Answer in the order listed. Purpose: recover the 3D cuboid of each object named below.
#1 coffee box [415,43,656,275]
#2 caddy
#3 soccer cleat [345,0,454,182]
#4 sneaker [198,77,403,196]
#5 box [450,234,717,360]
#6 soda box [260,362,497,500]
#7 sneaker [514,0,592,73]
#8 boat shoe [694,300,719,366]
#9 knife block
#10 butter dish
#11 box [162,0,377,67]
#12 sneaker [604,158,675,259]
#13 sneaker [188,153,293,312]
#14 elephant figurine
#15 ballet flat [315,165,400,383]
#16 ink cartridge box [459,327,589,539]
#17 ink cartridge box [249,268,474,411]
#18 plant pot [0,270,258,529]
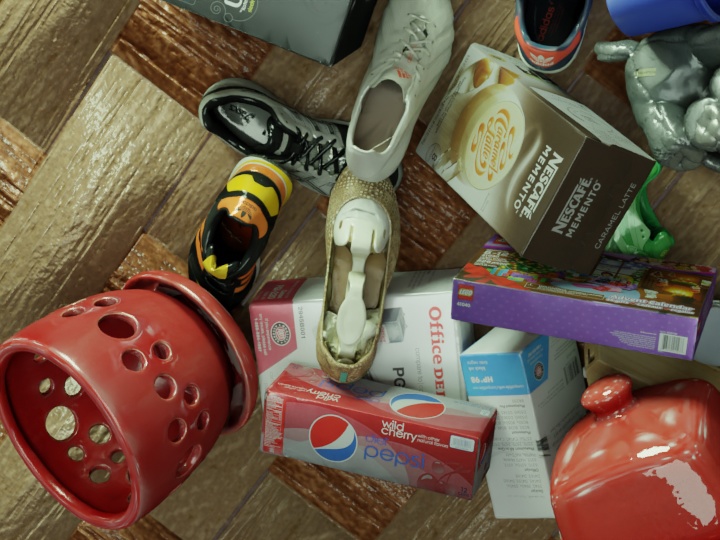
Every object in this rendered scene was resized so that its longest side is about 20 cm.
[{"bbox_3d":[0.143,-0.098,1.199,0.080,0.200,0.115,15,111,-33],"label":"coffee box"},{"bbox_3d":[0.261,-0.270,1.143,0.105,0.200,0.142,-10,104,29],"label":"caddy"},{"bbox_3d":[0.036,-0.173,1.236,0.069,0.078,0.201,16,78,7],"label":"soccer cleat"},{"bbox_3d":[-0.059,-0.111,1.294,0.199,0.088,0.076,22,105,3],"label":"sneaker"},{"bbox_3d":[0.189,0.018,1.180,0.199,0.137,0.039,9,109,17],"label":"box"},{"bbox_3d":[0.016,0.140,1.251,0.199,0.070,0.064,11,112,15],"label":"soda box"},{"bbox_3d":[0.175,-0.270,1.202,0.075,0.085,0.201,7,94,10],"label":"sneaker"},{"bbox_3d":[0.367,0.062,1.272,0.199,0.065,0.074,19,100,-16],"label":"boat shoe"},{"bbox_3d":[0.298,0.115,1.258,0.175,0.064,0.200,-9,131,14],"label":"knife block"},{"bbox_3d":[0.229,0.153,1.157,0.199,0.200,0.148,-22,104,26],"label":"butter dish"},{"bbox_3d":[-0.084,-0.276,1.223,0.199,0.149,0.125,21,108,5],"label":"box"},{"bbox_3d":[0.240,-0.010,1.271,0.083,0.074,0.201,3,104,14],"label":"sneaker"},{"bbox_3d":[-0.127,-0.015,1.298,0.070,0.090,0.200,29,135,0],"label":"sneaker"},{"bbox_3d":[0.323,-0.131,1.207,0.141,0.200,0.156,-25,64,37],"label":"elephant figurine"},{"bbox_3d":[0.000,0.000,1.244,0.070,0.065,0.201,4,88,-3],"label":"ballet flat"},{"bbox_3d":[0.162,0.151,1.298,0.067,0.116,0.201,-6,104,33],"label":"ink cartridge box"},{"bbox_3d":[0.006,0.082,1.333,0.199,0.085,0.146,-4,104,10],"label":"ink cartridge box"},{"bbox_3d":[-0.210,0.106,1.303,0.200,0.182,0.201,26,135,29],"label":"plant pot"}]
